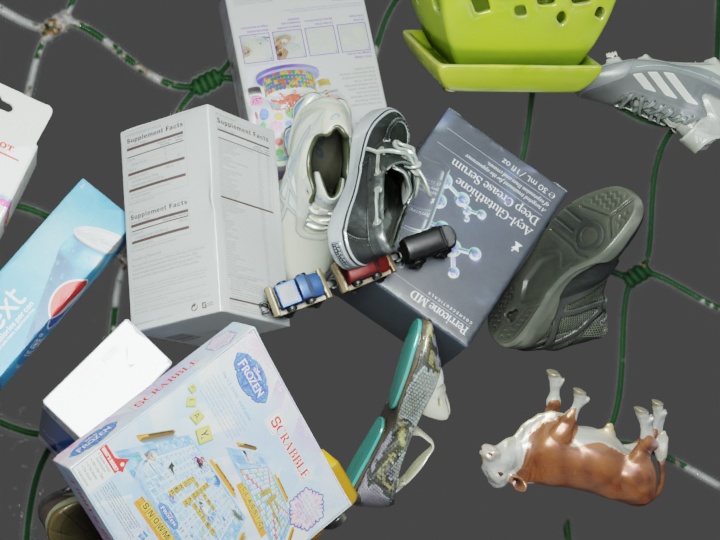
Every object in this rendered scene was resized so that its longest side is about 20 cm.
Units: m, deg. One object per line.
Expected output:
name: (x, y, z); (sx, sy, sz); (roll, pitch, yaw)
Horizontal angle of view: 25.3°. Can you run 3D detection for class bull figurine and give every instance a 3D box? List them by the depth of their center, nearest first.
bull figurine: (0.214, 0.173, 1.588); (0.200, 0.065, 0.122); (15, 105, -16)

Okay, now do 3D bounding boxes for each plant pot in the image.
plant pot: (0.145, -0.281, 1.622); (0.200, 0.199, 0.182); (0, 110, -12)

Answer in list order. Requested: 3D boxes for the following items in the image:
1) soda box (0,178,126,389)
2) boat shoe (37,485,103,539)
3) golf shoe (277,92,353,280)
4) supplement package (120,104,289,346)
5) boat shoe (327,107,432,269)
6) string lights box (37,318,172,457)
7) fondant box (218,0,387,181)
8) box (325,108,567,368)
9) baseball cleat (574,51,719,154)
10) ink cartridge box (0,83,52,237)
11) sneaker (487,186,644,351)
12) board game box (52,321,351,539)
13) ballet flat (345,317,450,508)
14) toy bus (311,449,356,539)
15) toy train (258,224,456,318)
soda box: (-0.303, 0.013, 1.528); (0.068, 0.064, 0.200); (38, 71, 0)
boat shoe: (-0.202, 0.209, 1.494); (0.201, 0.066, 0.072); (-9, 118, -29)
golf shoe: (-0.047, -0.067, 1.553); (0.078, 0.097, 0.200); (1, 110, -13)
supplement package: (-0.148, -0.040, 1.530); (0.109, 0.114, 0.200); (-14, 73, 30)
boat shoe: (0.026, -0.085, 1.487); (0.074, 0.068, 0.199); (58, 34, -28)
string lights box: (-0.233, 0.118, 1.442); (0.059, 0.200, 0.103); (43, 71, 2)
fondant box: (-0.056, -0.198, 1.642); (0.144, 0.058, 0.200); (-8, 76, -14)
box: (0.083, -0.031, 1.601); (0.148, 0.107, 0.200); (35, 71, -2)
baseball cleat: (0.326, -0.177, 1.714); (0.200, 0.070, 0.107); (-4, 76, -13)
ink cartridge box: (-0.385, -0.084, 1.534); (0.116, 0.067, 0.200); (25, 73, -5)
sneaker: (0.223, 0.003, 1.603); (0.200, 0.114, 0.076); (-54, 51, 17)
board game box: (-0.130, 0.181, 1.373); (0.199, 0.041, 0.200); (-37, 115, -24)
ballet flat: (0.047, 0.141, 1.538); (0.072, 0.072, 0.201); (22, 105, -6)
toy bus: (-0.100, 0.245, 1.488); (0.200, 0.078, 0.065); (-42, 132, -16)
toy train: (0.000, 0.000, 1.495); (0.200, 0.046, 0.034); (-21, 82, -14)
